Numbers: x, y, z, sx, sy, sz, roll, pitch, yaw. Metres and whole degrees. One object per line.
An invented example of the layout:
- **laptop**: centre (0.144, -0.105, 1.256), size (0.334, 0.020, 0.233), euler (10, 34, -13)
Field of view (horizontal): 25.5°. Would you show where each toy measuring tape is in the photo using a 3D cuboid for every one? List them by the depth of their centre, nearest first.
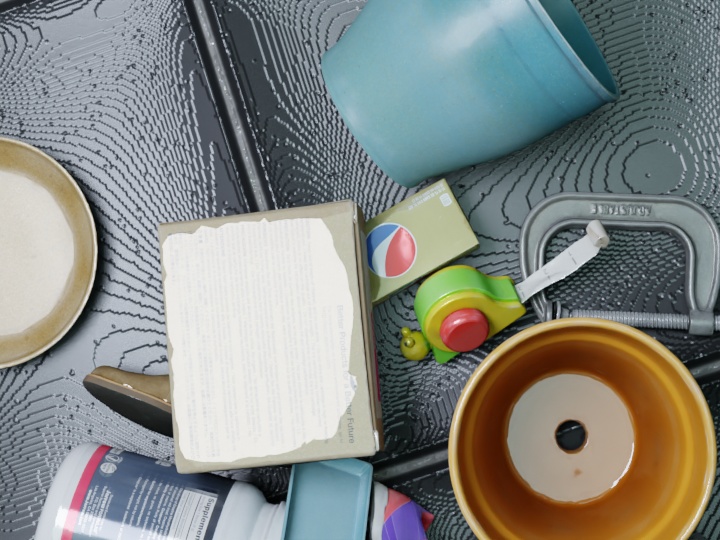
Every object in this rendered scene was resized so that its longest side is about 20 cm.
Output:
- **toy measuring tape**: centre (0.109, 0.010, 1.318), size (0.199, 0.074, 0.074), euler (-36, 86, 15)

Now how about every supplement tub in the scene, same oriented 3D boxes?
- **supplement tub**: centre (-0.158, 0.230, 1.310), size (0.198, 0.140, 0.142), euler (14, 89, 4)

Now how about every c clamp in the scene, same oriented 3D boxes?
- **c clamp**: centre (0.228, 0.017, 1.344), size (0.198, 0.027, 0.173), euler (8, 88, 5)

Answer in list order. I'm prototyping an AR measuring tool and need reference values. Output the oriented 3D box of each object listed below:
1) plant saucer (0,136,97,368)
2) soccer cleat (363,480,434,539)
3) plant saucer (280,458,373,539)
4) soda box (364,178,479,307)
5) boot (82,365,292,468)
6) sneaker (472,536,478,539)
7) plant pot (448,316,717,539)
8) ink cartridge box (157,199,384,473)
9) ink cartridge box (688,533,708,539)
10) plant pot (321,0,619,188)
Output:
- **plant saucer**: centre (-0.322, -0.015, 1.384), size (0.198, 0.035, 0.202), euler (0, 88, 5)
- **soccer cleat**: centre (0.030, 0.248, 1.275), size (0.073, 0.201, 0.069), euler (20, 119, -13)
- **plant saucer**: centre (-0.033, 0.221, 1.249), size (0.069, 0.201, 0.019), euler (20, 132, -11)
- **soda box**: centre (0.000, 0.000, 1.342), size (0.199, 0.068, 0.064), euler (-30, 85, 3)
- **boot**: centre (-0.136, 0.106, 1.358), size (0.198, 0.074, 0.076), euler (16, 71, 1)
- **sneaker**: centre (0.115, 0.317, 1.331), size (0.083, 0.081, 0.202), euler (0, 95, -12)
- **plant pot**: centre (0.170, 0.138, 1.267), size (0.198, 0.183, 0.202), euler (0, 88, 4)
- **ink cartridge box**: centre (-0.070, 0.055, 1.272), size (0.163, 0.075, 0.202), euler (-5, 83, 6)
- **ink cartridge box**: centre (0.246, 0.334, 1.303), size (0.143, 0.084, 0.202), euler (-17, 86, 3)
- **plant pot**: centre (0.077, -0.171, 1.287), size (0.187, 0.200, 0.201), euler (-33, 86, 17)
